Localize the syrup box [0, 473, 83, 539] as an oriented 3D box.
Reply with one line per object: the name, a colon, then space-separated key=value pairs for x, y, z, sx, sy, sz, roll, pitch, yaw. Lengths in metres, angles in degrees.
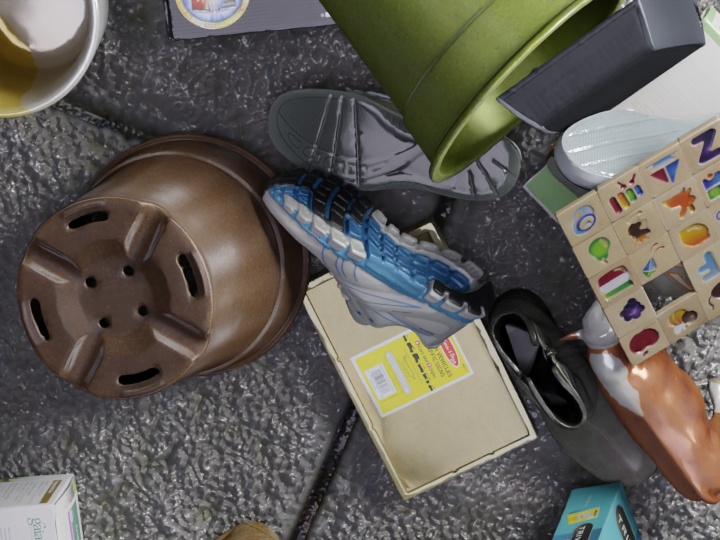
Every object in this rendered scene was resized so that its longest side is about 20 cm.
syrup box: x=-0.334 y=0.223 z=1.610 sx=0.200 sy=0.081 sz=0.079 roll=-5 pitch=102 yaw=4

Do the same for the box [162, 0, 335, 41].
box: x=-0.060 y=-0.268 z=1.517 sx=0.200 sy=0.044 sz=0.160 roll=-5 pitch=100 yaw=4

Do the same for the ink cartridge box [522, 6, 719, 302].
ink cartridge box: x=0.249 y=-0.087 z=1.533 sx=0.146 sy=0.048 sz=0.200 roll=45 pitch=115 yaw=-5

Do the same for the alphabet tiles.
alphabet tiles: x=0.254 y=-0.035 z=1.405 sx=0.200 sy=0.008 sz=0.167 roll=-31 pitch=129 yaw=1

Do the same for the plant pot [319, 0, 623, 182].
plant pot: x=0.057 y=-0.200 z=1.418 sx=0.190 sy=0.200 sz=0.200 roll=45 pitch=100 yaw=8

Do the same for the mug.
mug: x=-0.277 y=-0.196 z=1.489 sx=0.186 sy=0.153 sz=0.150 roll=-8 pitch=101 yaw=6

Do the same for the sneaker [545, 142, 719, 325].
sneaker: x=0.221 y=-0.025 z=1.502 sx=0.200 sy=0.076 sz=0.092 roll=34 pitch=128 yaw=7

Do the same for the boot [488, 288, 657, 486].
boot: x=0.163 y=0.106 z=1.531 sx=0.068 sy=0.131 sz=0.200 roll=-38 pitch=96 yaw=10

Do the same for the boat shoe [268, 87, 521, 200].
boat shoe: x=0.028 y=-0.101 z=1.540 sx=0.202 sy=0.065 sz=0.074 roll=9 pitch=103 yaw=6

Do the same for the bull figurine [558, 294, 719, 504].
bull figurine: x=0.229 y=0.089 z=1.524 sx=0.065 sy=0.121 sz=0.200 roll=-26 pitch=101 yaw=29

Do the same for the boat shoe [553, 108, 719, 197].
boat shoe: x=0.223 y=-0.073 z=1.431 sx=0.200 sy=0.074 sz=0.067 roll=-4 pitch=146 yaw=-26

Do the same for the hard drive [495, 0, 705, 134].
hard drive: x=0.181 y=-0.148 z=1.402 sx=0.135 sy=0.200 sz=0.042 roll=-35 pitch=85 yaw=21

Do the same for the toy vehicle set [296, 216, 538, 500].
toy vehicle set: x=0.047 y=0.073 z=1.585 sx=0.124 sy=0.027 sz=0.200 roll=-25 pitch=98 yaw=8

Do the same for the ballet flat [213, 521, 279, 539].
ballet flat: x=-0.153 y=0.277 z=1.614 sx=0.200 sy=0.072 sz=0.068 roll=-30 pitch=98 yaw=9

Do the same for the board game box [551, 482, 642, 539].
board game box: x=0.187 y=0.282 z=1.516 sx=0.047 sy=0.200 sz=0.151 roll=-13 pitch=111 yaw=26

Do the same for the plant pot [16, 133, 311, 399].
plant pot: x=-0.155 y=0.004 z=1.485 sx=0.200 sy=0.198 sz=0.200 roll=2 pitch=100 yaw=11

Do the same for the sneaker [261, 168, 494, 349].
sneaker: x=0.000 y=0.000 z=1.519 sx=0.200 sy=0.075 sz=0.087 roll=34 pitch=128 yaw=-10
